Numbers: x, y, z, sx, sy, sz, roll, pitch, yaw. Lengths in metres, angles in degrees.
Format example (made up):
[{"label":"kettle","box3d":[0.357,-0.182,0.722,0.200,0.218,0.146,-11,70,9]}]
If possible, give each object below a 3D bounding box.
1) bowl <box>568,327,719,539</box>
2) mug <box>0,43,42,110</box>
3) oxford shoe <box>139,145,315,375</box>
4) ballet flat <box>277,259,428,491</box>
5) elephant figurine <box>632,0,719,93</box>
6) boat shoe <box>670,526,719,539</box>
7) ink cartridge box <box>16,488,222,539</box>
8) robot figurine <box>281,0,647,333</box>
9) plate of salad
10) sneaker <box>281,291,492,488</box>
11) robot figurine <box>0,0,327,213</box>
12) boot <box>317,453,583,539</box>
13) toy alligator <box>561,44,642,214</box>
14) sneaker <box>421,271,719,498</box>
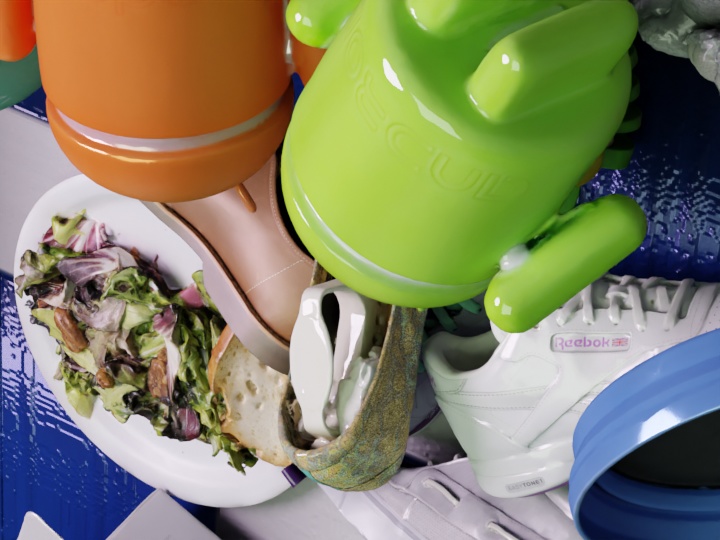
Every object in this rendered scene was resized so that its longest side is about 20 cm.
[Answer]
[{"label":"bowl","box3d":[0.184,0.070,1.223,0.201,0.200,0.039,-40,51,45]},{"label":"mug","box3d":[-0.187,-0.159,1.377,0.185,0.114,0.152,-39,57,33]},{"label":"oxford shoe","box3d":[-0.066,-0.048,1.406,0.200,0.071,0.071,50,118,14]},{"label":"ballet flat","box3d":[0.000,0.000,1.318,0.071,0.071,0.201,6,85,35]},{"label":"elephant figurine","box3d":[0.161,-0.154,1.082,0.142,0.155,0.200,51,167,23]},{"label":"boat shoe","box3d":[0.188,0.158,1.343,0.201,0.070,0.072,37,130,9]},{"label":"ink cartridge box","box3d":[-0.097,0.200,1.579,0.200,0.068,0.116,39,143,10]},{"label":"robot figurine","box3d":[0.037,-0.061,1.194,0.176,0.116,0.200,54,145,14]},{"label":"plate of salad","box3d":[-0.107,0.042,1.509,0.200,0.048,0.201,20,129,26]},{"label":"sneaker","box3d":[0.029,0.034,1.371,0.074,0.088,0.200,39,134,10]},{"label":"robot figurine","box3d":[-0.088,-0.115,1.274,0.117,0.143,0.201,-129,29,-49]},{"label":"boot","box3d":[0.056,0.118,1.421,0.074,0.096,0.200,48,174,-36]},{"label":"toy alligator","box3d":[0.093,-0.106,1.260,0.054,0.059,0.201,-10,116,-6]},{"label":"sneaker","box3d":[0.114,0.034,1.295,0.200,0.075,0.100,-25,106,30]}]
